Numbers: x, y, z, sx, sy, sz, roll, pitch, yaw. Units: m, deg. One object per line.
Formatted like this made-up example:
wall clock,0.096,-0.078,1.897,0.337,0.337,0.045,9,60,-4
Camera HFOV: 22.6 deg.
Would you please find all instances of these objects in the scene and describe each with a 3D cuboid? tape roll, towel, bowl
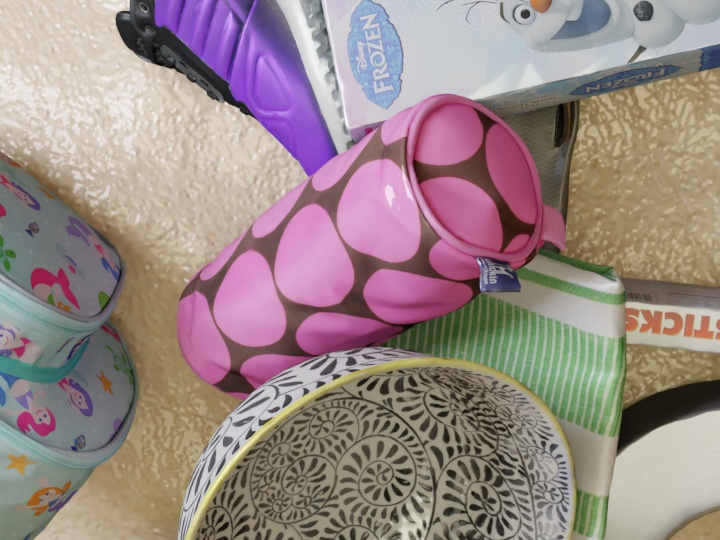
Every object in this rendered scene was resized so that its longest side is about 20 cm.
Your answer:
tape roll,0.189,0.159,0.906,0.198,0.066,0.203,1,100,4
towel,0.058,0.082,0.881,0.152,0.023,0.202,18,108,37
bowl,-0.008,0.109,0.830,0.199,0.094,0.203,-12,120,-22

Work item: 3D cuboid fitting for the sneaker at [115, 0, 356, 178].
sneaker,-0.063,-0.116,0.882,0.099,0.070,0.201,-22,102,22

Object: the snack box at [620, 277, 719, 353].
snack box,0.210,0.027,0.878,0.198,0.072,0.025,6,98,3

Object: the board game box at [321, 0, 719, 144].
board game box,0.073,-0.176,0.838,0.197,0.043,0.202,-12,78,5

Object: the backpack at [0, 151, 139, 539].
backpack,-0.196,0.029,0.858,0.150,0.178,0.200,-41,98,14

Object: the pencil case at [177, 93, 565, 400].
pencil case,0.000,0.000,0.845,0.093,0.199,0.092,19,58,-32

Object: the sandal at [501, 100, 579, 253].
sandal,0.068,-0.088,0.877,0.081,0.055,0.202,1,97,4
